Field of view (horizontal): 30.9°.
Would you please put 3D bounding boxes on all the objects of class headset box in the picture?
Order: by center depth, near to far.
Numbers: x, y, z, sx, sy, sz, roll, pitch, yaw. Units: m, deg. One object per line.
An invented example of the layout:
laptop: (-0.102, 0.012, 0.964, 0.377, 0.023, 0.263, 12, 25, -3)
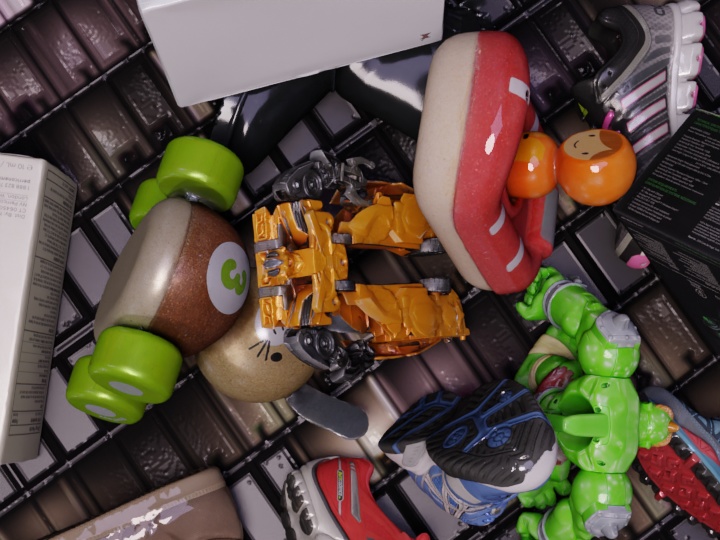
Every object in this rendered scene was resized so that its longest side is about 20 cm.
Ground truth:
headset box: (0.287, 0.013, 0.838, 0.093, 0.174, 0.200, -49, 128, -6)

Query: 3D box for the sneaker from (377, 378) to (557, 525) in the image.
sneaker: (0.082, 0.122, 0.848, 0.076, 0.200, 0.077, -42, 99, -15)

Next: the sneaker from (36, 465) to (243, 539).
sneaker: (-0.175, 0.205, 0.888, 0.199, 0.070, 0.076, -24, 87, -3)

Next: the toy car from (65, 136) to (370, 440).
toy car: (-0.072, 0.036, 0.877, 0.199, 0.158, 0.166, 22, 67, -16)

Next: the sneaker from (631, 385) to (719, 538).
sneaker: (0.273, 0.143, 0.920, 0.200, 0.079, 0.096, 41, 62, 3)

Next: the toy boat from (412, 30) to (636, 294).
toy boat: (0.113, -0.069, 0.845, 0.130, 0.200, 0.132, 0, 66, 21)

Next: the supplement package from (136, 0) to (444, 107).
supplement package: (-0.060, -0.243, 0.834, 0.189, 0.147, 0.202, -15, 75, -3)

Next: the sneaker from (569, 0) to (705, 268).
sneaker: (0.189, -0.102, 0.929, 0.087, 0.074, 0.202, 9, 80, -2)

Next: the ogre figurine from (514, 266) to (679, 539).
ogre figurine: (0.145, 0.103, 0.878, 0.097, 0.120, 0.202, 24, 81, -19)

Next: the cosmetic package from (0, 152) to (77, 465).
cosmetic package: (-0.257, 0.025, 0.885, 0.086, 0.103, 0.202, 7, 83, 0)

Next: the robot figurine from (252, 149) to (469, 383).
robot figurine: (0.000, 0.000, 0.856, 0.058, 0.199, 0.147, -9, 83, 37)

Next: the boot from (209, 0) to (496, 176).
boot: (-0.005, -0.128, 0.926, 0.161, 0.073, 0.200, 24, 84, -3)

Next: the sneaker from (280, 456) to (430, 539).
sneaker: (0.017, 0.209, 0.869, 0.084, 0.077, 0.201, -14, 62, -22)
